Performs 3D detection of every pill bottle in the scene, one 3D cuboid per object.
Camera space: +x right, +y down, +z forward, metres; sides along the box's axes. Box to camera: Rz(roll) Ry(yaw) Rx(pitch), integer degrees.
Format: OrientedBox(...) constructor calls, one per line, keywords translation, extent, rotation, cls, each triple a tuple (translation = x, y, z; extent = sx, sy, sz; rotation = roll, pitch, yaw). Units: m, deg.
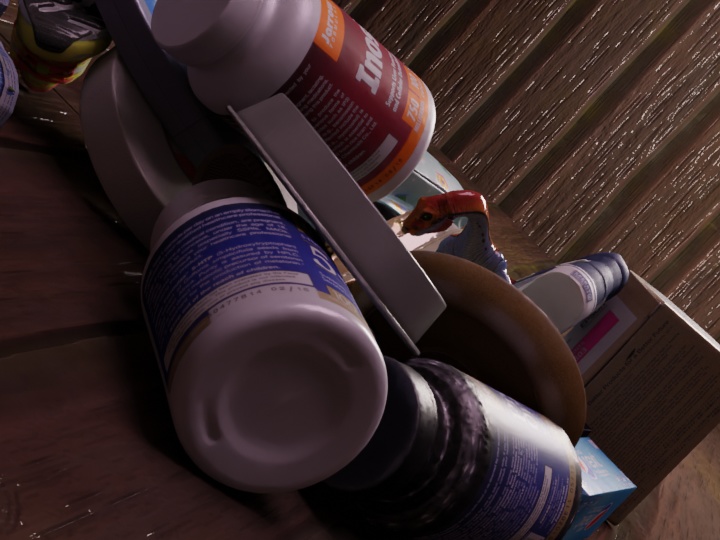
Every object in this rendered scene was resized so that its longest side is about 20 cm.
OrientedBox(translation=(0.052, 0.121, 0.997), extent=(0.200, 0.112, 0.112), rotation=(31, 16, -52), cls="pill bottle")
OrientedBox(translation=(-0.047, -0.138, 1.092), extent=(0.200, 0.113, 0.113), rotation=(35, 13, -40), cls="pill bottle")
OrientedBox(translation=(-0.065, 0.027, 0.909), extent=(0.120, 0.120, 0.200), rotation=(37, 12, -30), cls="pill bottle")

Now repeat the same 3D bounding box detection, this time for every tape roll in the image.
OrientedBox(translation=(-0.122, -0.083, 1.148), extent=(0.203, 0.037, 0.203), rotation=(40, 35, -35), cls="tape roll")

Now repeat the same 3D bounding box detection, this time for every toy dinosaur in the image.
OrientedBox(translation=(0.072, -0.005, 1.184), extent=(0.104, 0.182, 0.200), rotation=(6, 37, 5), cls="toy dinosaur")

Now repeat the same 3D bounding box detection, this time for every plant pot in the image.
OrientedBox(translation=(0.067, 0.077, 1.125), extent=(0.200, 0.200, 0.027), rotation=(43, 49, 0), cls="plant pot")

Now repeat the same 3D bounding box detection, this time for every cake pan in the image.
OrientedBox(translation=(-0.012, -0.035, 0.996), extent=(0.201, 0.037, 0.200), rotation=(52, 0, 0), cls="cake pan")

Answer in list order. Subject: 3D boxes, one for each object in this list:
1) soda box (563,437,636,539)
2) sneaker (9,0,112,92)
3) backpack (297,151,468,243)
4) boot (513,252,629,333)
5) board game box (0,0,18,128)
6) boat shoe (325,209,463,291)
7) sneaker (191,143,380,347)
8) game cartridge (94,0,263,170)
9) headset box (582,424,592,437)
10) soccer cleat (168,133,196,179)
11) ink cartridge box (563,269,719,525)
OrientedBox(translation=(0.169, 0.185, 1.303), extent=(0.064, 0.068, 0.200), rotation=(46, 11, 19), cls="soda box")
OrientedBox(translation=(-0.226, -0.171, 1.167), extent=(0.078, 0.091, 0.200), rotation=(22, 13, -12), cls="sneaker")
OrientedBox(translation=(-0.011, -0.061, 1.364), extent=(0.176, 0.154, 0.200), rotation=(27, 5, -45), cls="backpack")
OrientedBox(translation=(0.160, 0.043, 1.469), extent=(0.090, 0.200, 0.073), rotation=(-21, 87, -48), cls="boot")
OrientedBox(translation=(-0.297, -0.183, 1.034), extent=(0.200, 0.062, 0.200), rotation=(29, 18, -52), cls="board game box")
OrientedBox(translation=(0.000, 0.000, 1.216), extent=(0.199, 0.074, 0.069), rotation=(-19, 54, -39), cls="boat shoe")
OrientedBox(translation=(-0.049, 0.011, 1.087), extent=(0.201, 0.070, 0.108), rotation=(67, 18, 13), cls="sneaker")
OrientedBox(translation=(-0.126, -0.164, 1.141), extent=(0.201, 0.040, 0.133), rotation=(60, 31, -1), cls="game cartridge")
OrientedBox(translation=(0.103, 0.108, 1.336), extent=(0.149, 0.077, 0.200), rotation=(46, 11, 18), cls="headset box")
OrientedBox(translation=(-0.136, -0.074, 1.226), extent=(0.200, 0.067, 0.077), rotation=(27, 34, -55), cls="soccer cleat")
OrientedBox(translation=(0.251, 0.124, 1.491), extent=(0.165, 0.200, 0.075), rotation=(37, 11, -32), cls="ink cartridge box")
